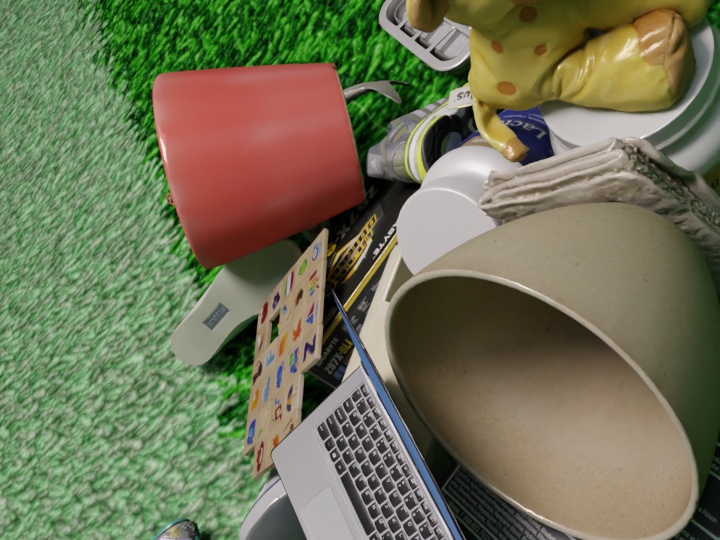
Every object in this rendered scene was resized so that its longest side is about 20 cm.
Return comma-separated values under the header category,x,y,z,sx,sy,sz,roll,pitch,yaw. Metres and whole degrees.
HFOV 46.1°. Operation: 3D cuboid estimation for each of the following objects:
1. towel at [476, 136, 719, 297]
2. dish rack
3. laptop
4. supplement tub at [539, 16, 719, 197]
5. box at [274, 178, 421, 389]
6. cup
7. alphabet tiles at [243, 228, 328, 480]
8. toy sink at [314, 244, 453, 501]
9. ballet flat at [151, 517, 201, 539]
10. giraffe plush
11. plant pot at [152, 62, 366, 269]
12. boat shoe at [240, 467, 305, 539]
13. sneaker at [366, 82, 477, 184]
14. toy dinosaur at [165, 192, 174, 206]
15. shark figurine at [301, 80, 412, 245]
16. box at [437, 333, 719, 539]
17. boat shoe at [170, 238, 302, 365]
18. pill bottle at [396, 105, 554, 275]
category,x,y,z,sx,sy,sz,roll,pitch,yaw
towel,0.189,-0.027,0.593,0.132,0.199,0.035,-11,57,49
dish rack,0.129,-0.315,0.947,0.200,0.043,0.172,-47,46,9
laptop,-0.006,0.152,0.581,0.200,0.115,0.188,-45,56,25
supplement tub,0.231,-0.098,0.644,0.144,0.200,0.146,-18,57,30
box,0.000,0.000,0.837,0.201,0.049,0.160,-54,19,3
cup,0.135,0.041,0.511,0.199,0.201,0.143,15,46,42
alphabet tiles,-0.072,0.085,0.793,0.167,0.007,0.202,-46,35,49
toy sink,0.071,0.097,0.716,0.111,0.130,0.202,10,73,41
ballet flat,-0.234,0.340,0.873,0.200,0.072,0.072,-43,48,14
giraffe plush,0.105,-0.187,0.540,0.199,0.162,0.174,-26,53,25
plant pot,-0.094,-0.119,0.850,0.176,0.201,0.202,-14,55,0
boat shoe,-0.042,0.181,0.800,0.200,0.074,0.065,-45,38,-3
sneaker,0.071,-0.135,0.816,0.080,0.200,0.075,1,112,29
toy dinosaur,-0.168,-0.116,1.048,0.198,0.102,0.137,-8,78,11
shark figurine,-0.038,-0.143,0.970,0.127,0.089,0.216,29,95,10
box,0.185,0.160,0.596,0.199,0.123,0.200,-55,46,1
boat shoe,-0.136,0.026,0.950,0.201,0.070,0.072,-42,9,23
pill bottle,0.119,-0.061,0.707,0.115,0.117,0.200,-2,25,37
